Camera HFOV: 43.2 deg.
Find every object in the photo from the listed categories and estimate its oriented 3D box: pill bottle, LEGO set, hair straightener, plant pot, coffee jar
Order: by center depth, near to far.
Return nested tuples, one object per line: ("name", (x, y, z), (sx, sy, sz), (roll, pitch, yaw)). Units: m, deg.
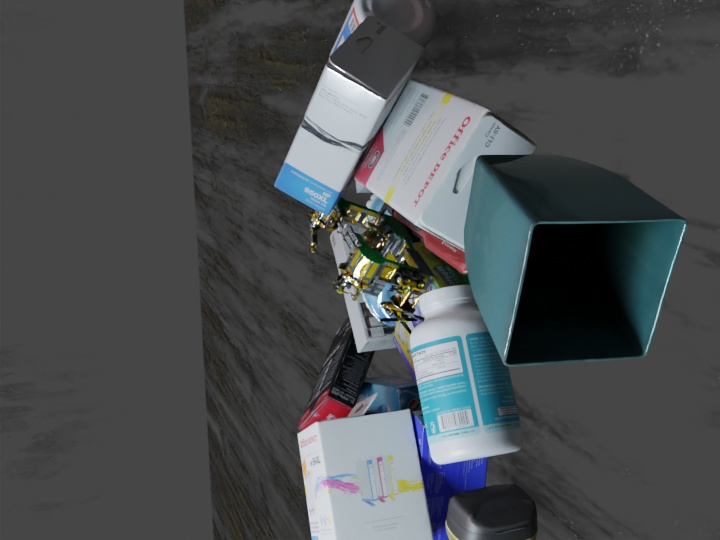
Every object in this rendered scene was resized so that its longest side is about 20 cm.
("plant pot", (0.174, -0.029, 0.852), (0.200, 0.141, 0.141), (-116, 27, -57))
("coffee jar", (0.150, 0.351, 1.068), (0.085, 0.104, 0.200), (-142, 50, -61))
("pill bottle", (0.121, 0.122, 1.077), (0.111, 0.111, 0.200), (139, 124, -67))
("hair straightener", (0.094, -0.037, 1.149), (0.200, 0.077, 0.041), (31, 92, 43))
("LEGO set", (0.000, 0.000, 1.185), (0.116, 0.154, 0.200), (-59, 43, 22))
("pill bottle", (0.020, -0.300, 1.249), (0.200, 0.112, 0.112), (131, 131, -64))

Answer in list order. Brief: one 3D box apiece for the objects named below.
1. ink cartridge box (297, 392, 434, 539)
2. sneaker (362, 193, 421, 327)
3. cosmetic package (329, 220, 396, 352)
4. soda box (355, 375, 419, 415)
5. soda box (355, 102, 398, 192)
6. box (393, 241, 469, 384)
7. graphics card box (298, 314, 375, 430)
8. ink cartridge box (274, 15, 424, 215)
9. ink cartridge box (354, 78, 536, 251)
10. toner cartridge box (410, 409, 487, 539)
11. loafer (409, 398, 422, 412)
("ink cartridge box", (0.000, 0.264, 1.153), (0.129, 0.125, 0.200), (132, 130, -67))
("sneaker", (0.048, -0.014, 1.302), (0.090, 0.078, 0.200), (-166, 71, -65))
("cosmetic package", (0.018, 0.021, 1.388), (0.051, 0.082, 0.200), (123, 137, -57))
("soda box", (0.052, 0.198, 1.365), (0.200, 0.064, 0.068), (171, 94, -71))
("soda box", (0.052, -0.165, 1.257), (0.200, 0.068, 0.063), (145, 120, -67))
("box", (0.096, 0.052, 1.226), (0.117, 0.048, 0.200), (-119, 32, -49))
("graphics card box", (-0.025, 0.152, 1.421), (0.125, 0.051, 0.200), (-53, 13, 50))
("ink cartridge box", (-0.015, -0.189, 1.121), (0.200, 0.084, 0.145), (-60, 0, 44))
("ink cartridge box", (0.091, -0.126, 1.052), (0.145, 0.083, 0.200), (-59, 28, 8))
("toner cartridge box", (0.111, 0.273, 1.172), (0.043, 0.095, 0.200), (-135, 44, -62))
("loafer", (0.107, 0.253, 1.227), (0.071, 0.073, 0.200), (-130, 28, -53))
